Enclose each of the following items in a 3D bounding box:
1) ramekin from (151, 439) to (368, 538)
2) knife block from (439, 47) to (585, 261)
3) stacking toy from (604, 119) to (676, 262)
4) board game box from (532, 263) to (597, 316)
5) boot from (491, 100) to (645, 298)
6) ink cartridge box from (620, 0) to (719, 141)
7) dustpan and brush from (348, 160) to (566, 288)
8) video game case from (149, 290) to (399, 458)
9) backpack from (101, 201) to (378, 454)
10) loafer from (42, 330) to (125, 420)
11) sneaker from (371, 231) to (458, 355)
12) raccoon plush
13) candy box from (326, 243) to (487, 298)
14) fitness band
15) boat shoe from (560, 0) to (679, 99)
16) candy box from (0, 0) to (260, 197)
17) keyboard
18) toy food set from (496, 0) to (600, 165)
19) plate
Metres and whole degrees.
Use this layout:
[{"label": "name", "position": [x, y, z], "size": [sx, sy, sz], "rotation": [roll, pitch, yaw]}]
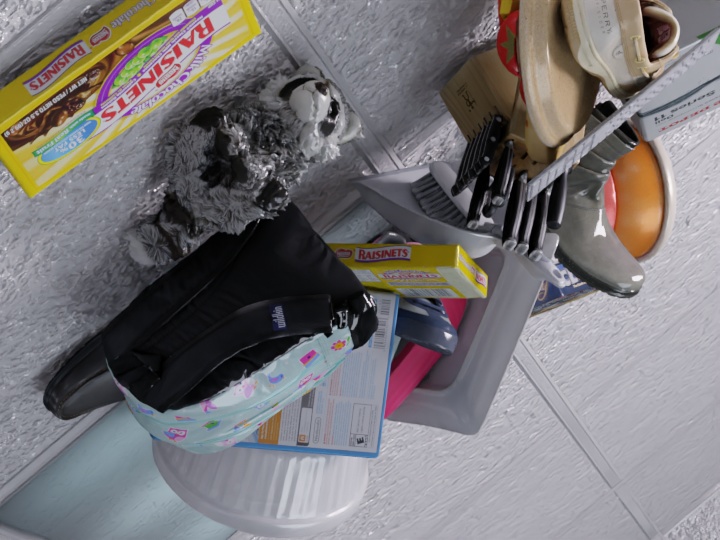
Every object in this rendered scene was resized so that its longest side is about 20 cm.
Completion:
[{"label": "ramekin", "position": [-0.082, 0.139, 1.691], "size": [0.202, 0.202, 0.094], "rotation": [-17, 135, -42]}, {"label": "knife block", "position": [0.157, -0.109, 1.603], "size": [0.200, 0.176, 0.064], "rotation": [-23, 168, -35]}, {"label": "stacking toy", "position": [0.195, -0.069, 1.840], "size": [0.200, 0.146, 0.146], "rotation": [-9, 145, -24]}, {"label": "board game box", "position": [0.174, 0.029, 1.960], "size": [0.135, 0.035, 0.200], "rotation": [-14, 172, -45]}, {"label": "boot", "position": [0.213, -0.079, 1.731], "size": [0.131, 0.200, 0.068], "rotation": [-49, 172, 30]}, {"label": "ink cartridge box", "position": [0.300, -0.209, 1.712], "size": [0.146, 0.083, 0.200], "rotation": [-26, 162, 5]}, {"label": "dustpan and brush", "position": [0.102, -0.040, 1.622], "size": [0.139, 0.200, 0.057], "rotation": [-14, 144, -44]}, {"label": "video game case", "position": [-0.071, 0.080, 1.585], "size": [0.200, 0.018, 0.143], "rotation": [7, 92, -19]}, {"label": "backpack", "position": [-0.100, 0.052, 1.483], "size": [0.200, 0.167, 0.127], "rotation": [-36, 145, -10]}, {"label": "loafer", "position": [-0.171, 0.078, 1.587], "size": [0.200, 0.072, 0.073], "rotation": [-29, 156, -21]}, {"label": "sneaker", "position": [0.041, 0.016, 1.691], "size": [0.070, 0.200, 0.082], "rotation": [25, 94, -27]}, {"label": "raccoon plush", "position": [-0.093, -0.089, 1.443], "size": [0.200, 0.097, 0.134], "rotation": [-20, -168, 45]}, {"label": "candy box", "position": [0.000, 0.000, 1.603], "size": [0.200, 0.026, 0.102], "rotation": [1, 163, 18]}, {"label": "fitness band", "position": [0.034, 0.061, 1.785], "size": [0.037, 0.144, 0.200], "rotation": [26, 118, -24]}, {"label": "boat shoe", "position": [0.219, -0.182, 1.485], "size": [0.069, 0.074, 0.200], "rotation": [-13, 174, 22]}, {"label": "candy box", "position": [-0.161, -0.134, 1.264], "size": [0.200, 0.026, 0.102], "rotation": [-37, 160, -6]}, {"label": "keyboard", "position": [0.210, -0.125, 1.509], "size": [0.200, 0.011, 0.056], "rotation": [-40, 176, -4]}, {"label": "toy food set", "position": [0.152, -0.195, 1.491], "size": [0.200, 0.049, 0.198], "rotation": [40, 57, -62]}, {"label": "plate", "position": [0.091, 0.051, 1.758], "size": [0.200, 0.032, 0.200], "rotation": [2, -113, 65]}]
